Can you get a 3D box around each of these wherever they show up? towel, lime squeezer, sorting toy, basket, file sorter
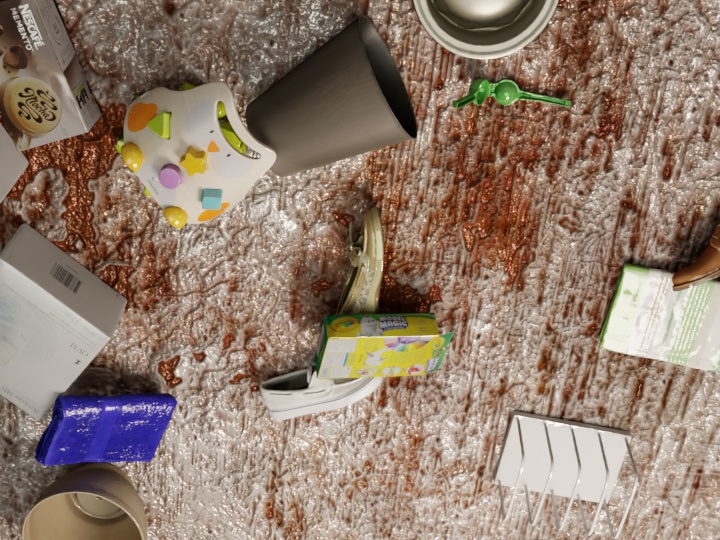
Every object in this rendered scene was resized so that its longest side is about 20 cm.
[{"bbox_3d":[0.479,0.070,1.708,0.197,0.031,0.151,12,114,-2],"label":"towel"},{"bbox_3d":[0.196,-0.244,1.537,0.197,0.070,0.038,-4,103,-30],"label":"lime squeezer"},{"bbox_3d":[-0.209,-0.164,1.497,0.179,0.107,0.201,-25,110,31],"label":"sorting toy"},{"bbox_3d":[-0.397,0.254,1.748,0.198,0.050,0.149,1,135,-36],"label":"towel"},{"bbox_3d":[-0.045,-0.218,1.516,0.198,0.136,0.183,-25,82,19],"label":"basket"},{"bbox_3d":[0.330,0.334,1.786,0.197,0.125,0.141,10,117,-4],"label":"file sorter"}]

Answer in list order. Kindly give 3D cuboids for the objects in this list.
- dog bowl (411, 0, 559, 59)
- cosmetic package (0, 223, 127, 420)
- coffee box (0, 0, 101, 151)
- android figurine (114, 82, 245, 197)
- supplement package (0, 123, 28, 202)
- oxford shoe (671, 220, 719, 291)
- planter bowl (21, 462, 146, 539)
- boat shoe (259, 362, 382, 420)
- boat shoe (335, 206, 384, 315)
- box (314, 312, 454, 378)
[{"bbox_3d":[0.163,-0.386,1.459,0.196,0.074,0.203,1,117,1],"label":"dog bowl"},{"bbox_3d":[-0.499,0.080,1.685,0.199,0.123,0.200,38,113,-16],"label":"cosmetic package"},{"bbox_3d":[-0.450,-0.281,1.525,0.111,0.080,0.202,-13,116,9],"label":"coffee box"},{"bbox_3d":[-0.246,-0.172,1.596,0.197,0.041,0.184,22,114,-7],"label":"android figurine"},{"bbox_3d":[-0.614,-0.157,1.554,0.198,0.148,0.193,-25,114,14],"label":"supplement package"},{"bbox_3d":[0.533,-0.039,1.630,0.199,0.071,0.072,-34,91,5],"label":"oxford shoe"},{"bbox_3d":[-0.440,0.405,1.837,0.197,0.135,0.203,1,117,2],"label":"planter bowl"},{"bbox_3d":[-0.064,0.178,1.748,0.197,0.074,0.066,-20,119,10],"label":"boat shoe"},{"bbox_3d":[0.000,0.000,1.657,0.062,0.074,0.203,4,117,-4],"label":"boat shoe"},{"bbox_3d":[0.036,0.114,1.686,0.197,0.049,0.118,1,144,-13],"label":"box"}]
